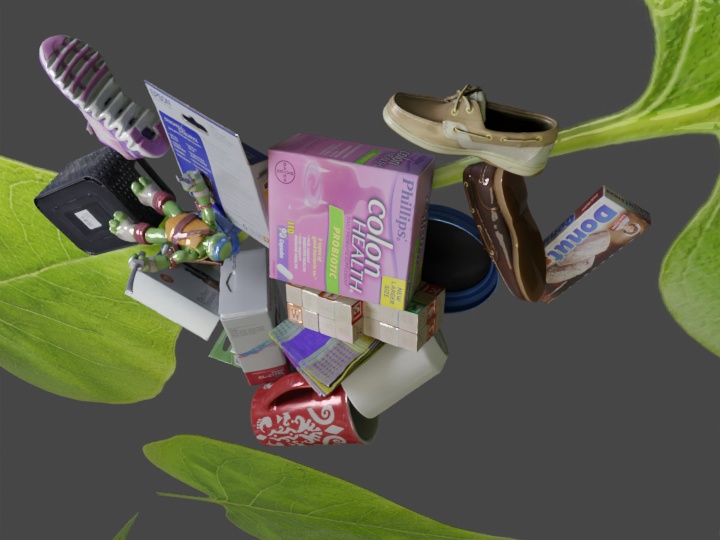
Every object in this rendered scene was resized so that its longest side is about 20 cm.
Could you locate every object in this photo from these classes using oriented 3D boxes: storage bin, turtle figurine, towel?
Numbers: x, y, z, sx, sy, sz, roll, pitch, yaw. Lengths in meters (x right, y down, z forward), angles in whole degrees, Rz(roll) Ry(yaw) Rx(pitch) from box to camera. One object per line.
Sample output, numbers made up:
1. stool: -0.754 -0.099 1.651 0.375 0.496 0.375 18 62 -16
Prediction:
1. storage bin: -0.428 -0.115 0.920 0.196 0.095 0.136 -9 132 33
2. turtle figurine: -0.282 -0.076 0.769 0.191 0.198 0.148 20 107 30
3. towel: -0.048 0.094 0.827 0.199 0.143 0.023 34 160 50

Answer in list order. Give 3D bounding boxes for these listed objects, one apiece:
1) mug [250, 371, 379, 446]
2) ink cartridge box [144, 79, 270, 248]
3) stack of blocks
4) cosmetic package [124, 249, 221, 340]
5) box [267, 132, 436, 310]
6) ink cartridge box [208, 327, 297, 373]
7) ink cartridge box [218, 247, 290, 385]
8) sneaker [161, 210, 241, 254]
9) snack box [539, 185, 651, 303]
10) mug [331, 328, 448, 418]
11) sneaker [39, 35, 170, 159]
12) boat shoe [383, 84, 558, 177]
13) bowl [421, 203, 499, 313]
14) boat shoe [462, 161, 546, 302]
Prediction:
1. mug: -0.087 0.219 0.939 0.196 0.134 0.180 -13 115 23
2. ink cartridge box: -0.191 -0.148 0.751 0.196 0.047 0.202 33 148 27
3. stack of blocks: 0.006 0.047 0.768 0.196 0.115 0.060 16 121 29
4. cosmetic package: -0.301 0.030 0.955 0.149 0.200 0.052 30 101 -12
5. box: -0.014 -0.067 0.716 0.195 0.097 0.180 13 118 15
6. ink cartridge box: -0.196 0.148 1.100 0.195 0.105 0.060 18 142 7
7. ink cartridge box: -0.183 0.084 0.972 0.081 0.148 0.202 -9 138 -2
8. sneaker: -0.256 -0.063 0.908 0.197 0.078 0.076 -18 125 38
9. snack box: 0.282 -0.027 0.727 0.071 0.025 0.201 29 141 -5
10. mug: 0.052 0.117 0.866 0.151 0.188 0.151 -28 116 15
11. sneaker: -0.366 -0.230 0.775 0.087 0.081 0.200 -11 132 45
12. boat shoe: 0.124 -0.169 0.610 0.195 0.075 0.067 14 139 -5
13. bowl: 0.109 -0.015 0.813 0.196 0.040 0.203 14 141 11
14. boat shoe: 0.187 -0.050 0.708 0.069 0.070 0.203 6 127 45
